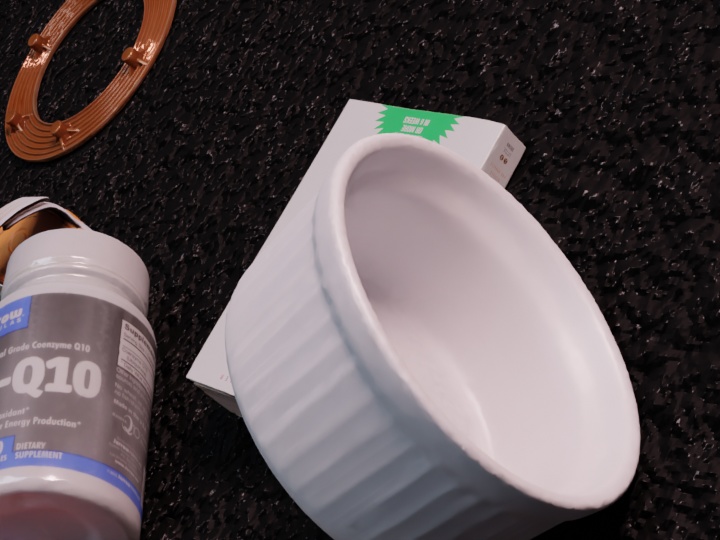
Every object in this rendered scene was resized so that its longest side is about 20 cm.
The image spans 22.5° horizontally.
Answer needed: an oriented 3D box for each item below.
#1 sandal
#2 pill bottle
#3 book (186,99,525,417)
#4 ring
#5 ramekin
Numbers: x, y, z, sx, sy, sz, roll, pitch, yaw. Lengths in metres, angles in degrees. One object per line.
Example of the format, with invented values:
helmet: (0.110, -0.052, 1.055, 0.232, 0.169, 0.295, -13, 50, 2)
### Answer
sandal: (-0.233, -0.018, 1.301, 0.206, 0.059, 0.080, 16, 73, 53)
pill bottle: (-0.185, 0.080, 1.121, 0.113, 0.114, 0.202, -29, 43, 29)
book: (0.000, 0.000, 1.047, 0.133, 0.048, 0.201, 13, 69, 48)
ring: (-0.223, -0.177, 1.457, 0.199, 0.019, 0.202, -28, 43, 30)
ramekin: (0.030, 0.045, 0.847, 0.097, 0.200, 0.202, -38, 38, 30)
